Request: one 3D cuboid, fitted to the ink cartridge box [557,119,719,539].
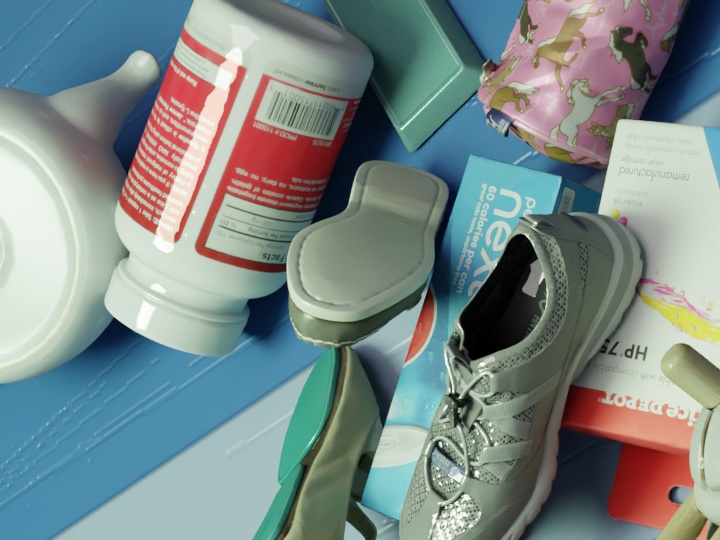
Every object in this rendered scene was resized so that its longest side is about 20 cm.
[{"bbox_3d":[0.171,0.032,1.080,0.116,0.067,0.201,9,85,42],"label":"ink cartridge box"}]

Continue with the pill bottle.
[{"bbox_3d":[-0.077,-0.057,1.276,0.112,0.112,0.200,35,109,40],"label":"pill bottle"}]

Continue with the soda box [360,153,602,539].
[{"bbox_3d":[0.071,0.045,1.164,0.068,0.064,0.201,17,89,41],"label":"soda box"}]

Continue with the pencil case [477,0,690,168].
[{"bbox_3d":[0.133,-0.156,1.154,0.200,0.086,0.083,-67,19,5],"label":"pencil case"}]

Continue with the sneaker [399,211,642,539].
[{"bbox_3d":[0.060,0.057,1.070,0.075,0.082,0.200,28,99,43],"label":"sneaker"}]

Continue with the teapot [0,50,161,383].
[{"bbox_3d":[-0.221,-0.026,1.381,0.199,0.146,0.198,-6,100,18],"label":"teapot"}]

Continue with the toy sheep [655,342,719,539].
[{"bbox_3d":[0.208,0.102,0.963,0.138,0.200,0.138,-45,17,17],"label":"toy sheep"}]

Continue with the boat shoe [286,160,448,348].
[{"bbox_3d":[0.003,0.001,1.164,0.072,0.202,0.060,19,115,6],"label":"boat shoe"}]

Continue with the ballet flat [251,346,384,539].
[{"bbox_3d":[-0.017,0.120,1.196,0.069,0.069,0.200,-29,24,31],"label":"ballet flat"}]

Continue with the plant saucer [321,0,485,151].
[{"bbox_3d":[0.008,-0.166,1.303,0.070,0.019,0.200,-44,54,23],"label":"plant saucer"}]
